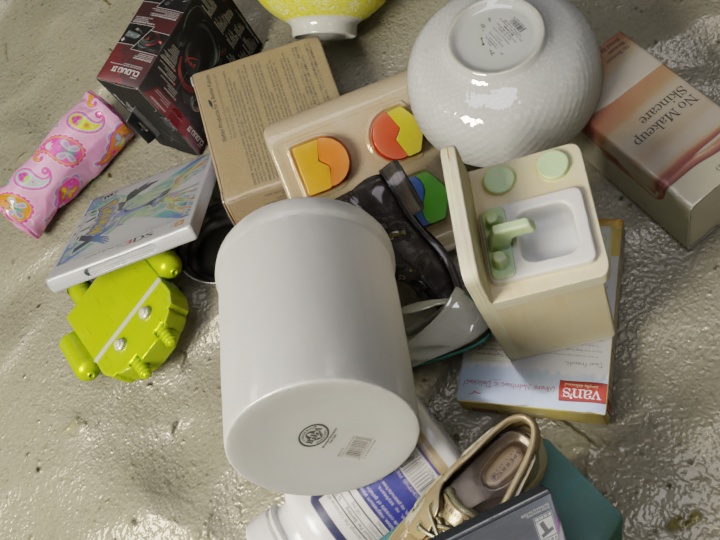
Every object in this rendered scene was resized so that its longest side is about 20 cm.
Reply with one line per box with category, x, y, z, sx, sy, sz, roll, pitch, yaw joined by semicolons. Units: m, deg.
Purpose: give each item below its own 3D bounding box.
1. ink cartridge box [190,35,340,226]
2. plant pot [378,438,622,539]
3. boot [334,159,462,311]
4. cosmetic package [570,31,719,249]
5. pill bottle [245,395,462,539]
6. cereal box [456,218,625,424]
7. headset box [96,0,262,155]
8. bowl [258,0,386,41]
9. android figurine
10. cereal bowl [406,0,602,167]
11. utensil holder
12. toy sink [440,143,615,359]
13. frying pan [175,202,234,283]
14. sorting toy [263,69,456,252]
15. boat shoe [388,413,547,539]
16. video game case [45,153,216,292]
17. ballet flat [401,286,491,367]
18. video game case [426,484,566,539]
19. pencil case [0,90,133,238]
ink cartridge box;-0.094;-0.161;1.033;0.164;0.075;0.201;-18;60;-1
plant pot;0.119;0.250;0.743;0.200;0.141;0.141;-40;59;-7
boot;0.000;0.000;0.901;0.174;0.069;0.201;-28;94;3
cosmetic package;0.294;-0.133;0.884;0.103;0.087;0.200;-40;59;-2
pill bottle;-0.001;0.211;0.814;0.200;0.120;0.120;-38;59;0
cereal box;0.180;0.045;0.871;0.143;0.040;0.201;3;68;23
headset box;-0.224;-0.252;1.097;0.075;0.149;0.201;18;74;28
bowl;-0.045;-0.338;1.072;0.199;0.200;0.108;1;97;21
android figurine;-0.272;0.046;1.019;0.182;0.041;0.200;-50;50;5
cereal bowl;0.137;-0.207;0.873;0.199;0.083;0.201;-7;64;14
utensil holder;-0.041;0.065;0.760;0.169;0.170;0.201;-19;44;11
toy sink;0.154;-0.023;0.772;0.112;0.200;0.131;-15;61;14
frying pan;-0.146;-0.061;1.046;0.114;0.031;0.191;11;60;19
sorting toy;0.015;-0.096;0.939;0.184;0.036;0.201;-22;88;-3
boat shoe;0.070;0.191;0.674;0.072;0.065;0.200;36;72;29
video game case;-0.260;-0.062;1.037;0.182;0.022;0.200;-20;29;11
ballet flat;0.034;0.075;0.874;0.200;0.069;0.070;-30;58;22
video game case;0.103;0.276;0.639;0.142;0.019;0.201;-21;97;-16
pencil case;-0.386;-0.137;1.141;0.087;0.087;0.200;38;84;30
